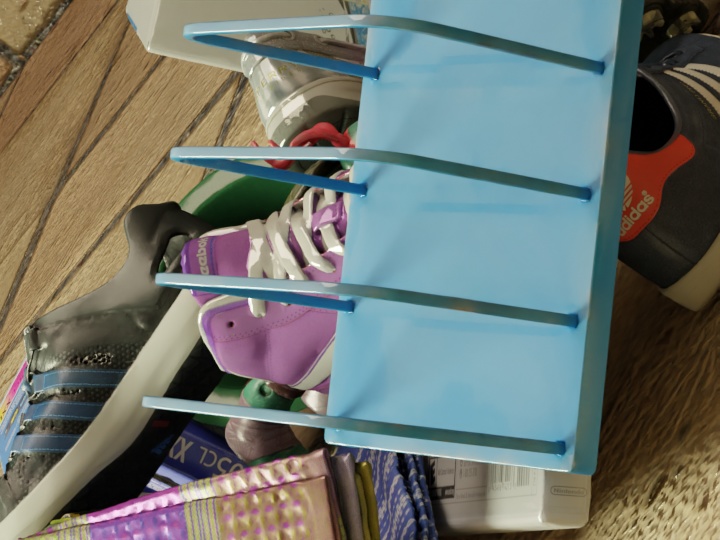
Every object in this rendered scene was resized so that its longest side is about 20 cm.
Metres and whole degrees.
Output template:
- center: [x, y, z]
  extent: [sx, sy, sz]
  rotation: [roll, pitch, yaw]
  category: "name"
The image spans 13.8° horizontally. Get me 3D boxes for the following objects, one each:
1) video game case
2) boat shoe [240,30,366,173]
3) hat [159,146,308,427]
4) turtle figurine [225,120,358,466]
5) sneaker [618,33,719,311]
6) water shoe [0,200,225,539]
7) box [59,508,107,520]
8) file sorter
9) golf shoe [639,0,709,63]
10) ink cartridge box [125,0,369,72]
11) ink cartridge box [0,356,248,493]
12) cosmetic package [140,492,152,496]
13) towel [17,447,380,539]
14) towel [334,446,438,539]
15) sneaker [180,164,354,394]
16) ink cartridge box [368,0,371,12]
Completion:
- center: [0.060, 0.014, 1.199]
  extent: [0.200, 0.023, 0.183]
  rotation: [153, 121, -77]
  category: "video game case"
- center: [0.014, -0.077, 1.474]
  extent: [0.074, 0.065, 0.201]
  rotation: [-41, -26, 26]
  category: "boat shoe"
- center: [-0.018, 0.039, 1.635]
  extent: [0.165, 0.176, 0.201]
  rotation: [-33, 49, 7]
  category: "hat"
- center: [0.000, 0.000, 1.404]
  extent: [0.101, 0.149, 0.201]
  rotation: [49, 134, 35]
  category: "turtle figurine"
- center: [0.119, -0.063, 1.235]
  extent: [0.075, 0.084, 0.200]
  rotation: [-52, 14, 20]
  category: "sneaker"
- center: [-0.125, 0.059, 1.363]
  extent: [0.200, 0.079, 0.071]
  rotation: [-51, -21, 5]
  category: "water shoe"
- center: [-0.131, 0.227, 1.342]
  extent: [0.200, 0.049, 0.160]
  rotation: [-47, 60, 34]
  category: "box"
- center: [0.007, -0.035, 1.089]
  extent: [0.138, 0.122, 0.201]
  rotation: [3, 86, 49]
  category: "file sorter"
- center: [0.085, -0.125, 1.320]
  extent: [0.077, 0.088, 0.200]
  rotation: [-43, -24, 26]
  category: "golf shoe"
- center: [-0.016, -0.181, 1.669]
  extent: [0.147, 0.199, 0.146]
  rotation: [-129, 52, -75]
  category: "ink cartridge box"
- center: [-0.118, 0.102, 1.592]
  extent: [0.077, 0.136, 0.200]
  rotation: [-63, 13, 5]
  category: "ink cartridge box"
- center: [-0.138, 0.211, 1.443]
  extent: [0.107, 0.090, 0.200]
  rotation: [50, 118, 30]
  category: "cosmetic package"
- center: [-0.061, 0.160, 1.231]
  extent: [0.199, 0.023, 0.145]
  rotation: [-17, 81, 40]
  category: "towel"
- center: [-0.007, 0.141, 1.287]
  extent: [0.200, 0.024, 0.145]
  rotation: [-101, 32, -68]
  category: "towel"
- center: [-0.014, -0.009, 1.235]
  extent: [0.201, 0.113, 0.073]
  rotation: [110, 162, -50]
  category: "sneaker"
- center: [0.095, -0.174, 1.413]
  extent: [0.199, 0.042, 0.120]
  rotation: [-21, 49, 16]
  category: "ink cartridge box"
